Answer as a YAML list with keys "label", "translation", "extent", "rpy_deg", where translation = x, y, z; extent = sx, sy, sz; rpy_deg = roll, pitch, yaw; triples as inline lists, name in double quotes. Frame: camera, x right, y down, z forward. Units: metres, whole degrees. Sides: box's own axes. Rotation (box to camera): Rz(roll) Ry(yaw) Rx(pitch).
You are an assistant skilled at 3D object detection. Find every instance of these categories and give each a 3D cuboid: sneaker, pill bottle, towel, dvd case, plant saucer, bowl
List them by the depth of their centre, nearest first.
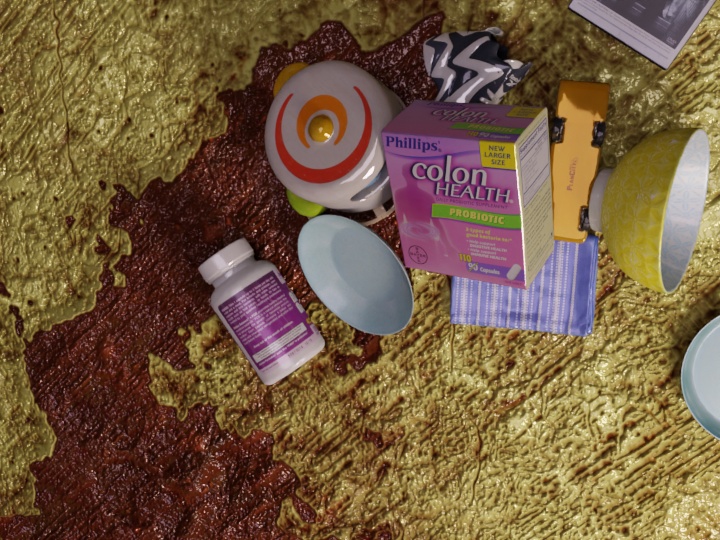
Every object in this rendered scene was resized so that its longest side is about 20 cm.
- label: "bowl"
  translation: [0.345, -0.078, 0.953]
  extent: [0.107, 0.200, 0.202]
  rpy_deg: [13, 105, 33]
- label: "dvd case"
  translation: [0.375, -0.374, 0.957]
  extent: [0.150, 0.025, 0.201]
  rpy_deg: [34, 108, 6]
- label: "sneaker"
  translation: [0.166, -0.221, 1.015]
  extent: [0.129, 0.079, 0.201]
  rpy_deg: [-12, 88, 26]
- label: "plant saucer"
  translation: [0.525, 0.138, 1.022]
  extent: [0.199, 0.027, 0.202]
  rpy_deg: [3, 102, 15]
- label: "towel"
  translation: [0.224, 0.014, 1.079]
  extent: [0.199, 0.024, 0.146]
  rpy_deg: [5, 102, 14]
- label: "plant saucer"
  translation: [0.000, 0.000, 1.097]
  extent: [0.200, 0.039, 0.202]
  rpy_deg: [26, 137, 26]
- label: "pill bottle"
  translation: [-0.148, 0.057, 1.141]
  extent: [0.112, 0.112, 0.201]
  rpy_deg: [-33, 92, 19]

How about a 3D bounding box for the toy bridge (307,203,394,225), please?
- label: "toy bridge"
  translation: [0.019, -0.106, 1.107]
  extent: [0.199, 0.027, 0.067]
  rpy_deg: [-29, 95, 18]

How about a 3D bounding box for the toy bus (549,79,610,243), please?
- label: "toy bus"
  translation: [0.274, -0.141, 1.004]
  extent: [0.065, 0.078, 0.201]
  rpy_deg: [8, 103, 12]

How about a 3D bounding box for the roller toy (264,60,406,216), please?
- label: "roller toy"
  translation: [-0.027, -0.177, 1.026]
  extent: [0.181, 0.140, 0.202]
  rpy_deg: [-1, 86, 23]

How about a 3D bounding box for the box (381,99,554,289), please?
- label: "box"
  translation: [0.137, -0.096, 0.963]
  extent: [0.175, 0.097, 0.201]
  rpy_deg: [12, 129, 32]
